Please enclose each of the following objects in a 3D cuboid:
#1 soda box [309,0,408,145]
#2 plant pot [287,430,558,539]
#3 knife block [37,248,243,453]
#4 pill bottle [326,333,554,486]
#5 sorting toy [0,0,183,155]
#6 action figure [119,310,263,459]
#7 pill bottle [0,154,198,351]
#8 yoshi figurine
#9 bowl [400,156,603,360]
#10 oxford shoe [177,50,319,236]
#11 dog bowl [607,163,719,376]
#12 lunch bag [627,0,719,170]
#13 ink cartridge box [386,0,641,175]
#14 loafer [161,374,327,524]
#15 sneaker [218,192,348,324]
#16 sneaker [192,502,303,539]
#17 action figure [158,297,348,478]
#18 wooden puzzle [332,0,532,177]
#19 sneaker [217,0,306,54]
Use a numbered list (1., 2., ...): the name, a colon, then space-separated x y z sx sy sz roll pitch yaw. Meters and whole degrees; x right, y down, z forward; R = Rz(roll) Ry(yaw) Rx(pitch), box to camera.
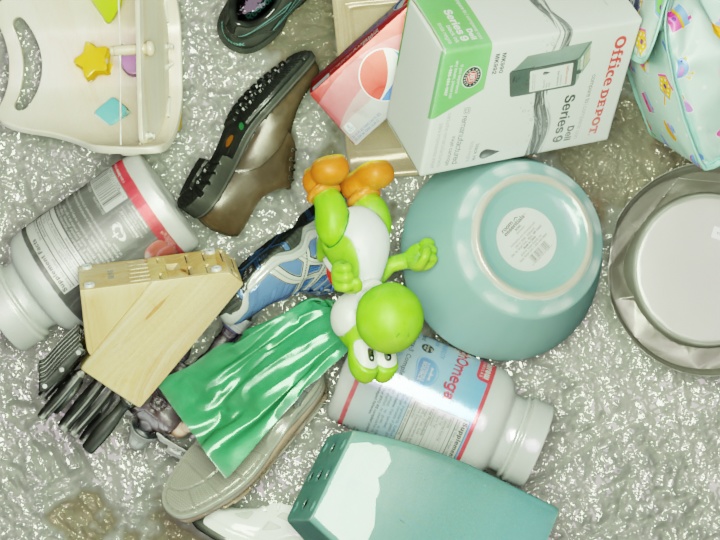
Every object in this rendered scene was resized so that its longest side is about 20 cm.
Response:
1. soda box: 0.047 -0.210 1.475 0.200 0.063 0.070 -41 104 13
2. plant pot: 0.045 0.234 1.450 0.199 0.141 0.142 31 74 -10
3. knife block: -0.204 0.080 1.471 0.198 0.064 0.177 -8 113 -9
4. pill bottle: 0.076 0.127 1.503 0.198 0.109 0.110 23 88 2
5. sorting toy: -0.268 -0.205 1.539 0.178 0.107 0.202 -2 88 9
6. action figure: -0.167 0.096 1.535 0.130 0.069 0.201 34 93 -4
7. pill bottle: -0.263 -0.014 1.518 0.199 0.111 0.111 -35 87 0
8. yoshi figurine: 0.012 -0.004 1.410 0.111 0.112 0.202 -11 76 5
9. bowl: 0.145 -0.022 1.473 0.199 0.105 0.203 2 80 -13
10. oxford shoe: -0.093 -0.122 1.549 0.084 0.073 0.201 36 82 -25
11. dog bowl: 0.329 0.000 1.526 0.198 0.059 0.202 0 88 1
12. lunch bag: 0.298 -0.211 1.456 0.121 0.171 0.201 -25 109 0
13. ink cartridge box: 0.136 -0.179 1.425 0.198 0.147 0.084 -12 49 -20
14. loafer: -0.101 0.168 1.509 0.072 0.063 0.200 35 74 33
15. sneaker: -0.050 -0.005 1.504 0.200 0.076 0.077 -38 102 -26
16. sneaker: -0.056 0.230 1.530 0.199 0.076 0.116 19 79 -5
17. action figure: -0.077 0.088 1.472 0.199 0.055 0.118 -38 70 -5
18. wooden puzzle: 0.071 -0.195 1.533 0.183 0.037 0.202 -5 108 1
19. sneaker: -0.062 -0.294 1.542 0.075 0.079 0.201 38 88 3
